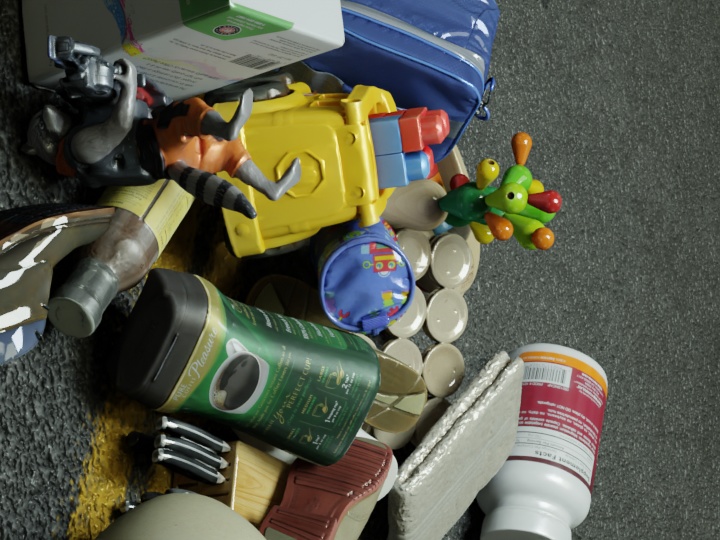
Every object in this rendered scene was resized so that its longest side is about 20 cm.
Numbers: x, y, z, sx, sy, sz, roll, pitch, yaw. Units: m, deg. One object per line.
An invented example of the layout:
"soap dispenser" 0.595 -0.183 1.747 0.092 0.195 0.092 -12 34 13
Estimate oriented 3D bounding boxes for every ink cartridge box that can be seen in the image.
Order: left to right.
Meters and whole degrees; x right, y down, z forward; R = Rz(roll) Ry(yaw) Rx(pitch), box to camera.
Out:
"ink cartridge box" -0.135 -0.193 1.537 0.145 0.199 0.084 10 69 -55

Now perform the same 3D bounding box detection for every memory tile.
"memory tile" 0.034 0.060 1.818 0.153 0.017 0.201 5 89 -37

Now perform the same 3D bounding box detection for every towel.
"towel" 0.082 0.172 1.824 0.200 0.034 0.133 -45 150 -36

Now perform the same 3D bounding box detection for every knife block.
"knife block" -0.103 0.165 1.600 0.200 0.064 0.176 -43 117 -53

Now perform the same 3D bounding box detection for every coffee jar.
"coffee jar" -0.091 0.073 1.562 0.199 0.085 0.105 22 104 -28

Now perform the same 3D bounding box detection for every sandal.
"sandal" -0.027 0.073 1.742 0.200 0.054 0.081 35 86 -29

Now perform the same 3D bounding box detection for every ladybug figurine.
"ladybug figurine" 0.049 -0.064 1.896 0.136 0.072 0.201 -31 106 -55

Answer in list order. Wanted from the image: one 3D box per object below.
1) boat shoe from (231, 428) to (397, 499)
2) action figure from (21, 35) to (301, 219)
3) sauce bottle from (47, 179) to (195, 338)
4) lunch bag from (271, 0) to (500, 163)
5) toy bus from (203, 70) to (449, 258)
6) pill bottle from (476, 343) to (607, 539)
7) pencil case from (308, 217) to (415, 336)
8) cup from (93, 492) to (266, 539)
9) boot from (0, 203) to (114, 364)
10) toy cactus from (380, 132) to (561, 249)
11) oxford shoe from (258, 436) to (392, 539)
"boat shoe" -0.051 0.125 1.689 0.200 0.068 0.072 29 91 -36
"action figure" -0.162 -0.098 1.477 0.200 0.192 0.105 30 66 -67
"sauce bottle" -0.178 -0.030 1.545 0.065 0.064 0.200 60 38 -27
"lunch bag" 0.025 -0.180 1.780 0.199 0.136 0.133 21 54 -7
"toy bus" -0.020 -0.099 1.655 0.200 0.191 0.136 -65 146 -76
"pill bottle" 0.172 0.181 1.973 0.113 0.113 0.201 46 46 -40
"pencil case" 0.000 0.000 1.673 0.200 0.078 0.087 -109 -179 -81
"cup" -0.128 0.242 1.452 0.201 0.200 0.143 59 14 -28
"boot" -0.247 0.011 1.436 0.200 0.074 0.097 -20 108 -49
"toy cactus" 0.092 -0.065 1.781 0.200 0.164 0.103 -123 -147 -79
"oxford shoe" -0.031 0.198 1.602 0.200 0.070 0.075 -45 144 -54
